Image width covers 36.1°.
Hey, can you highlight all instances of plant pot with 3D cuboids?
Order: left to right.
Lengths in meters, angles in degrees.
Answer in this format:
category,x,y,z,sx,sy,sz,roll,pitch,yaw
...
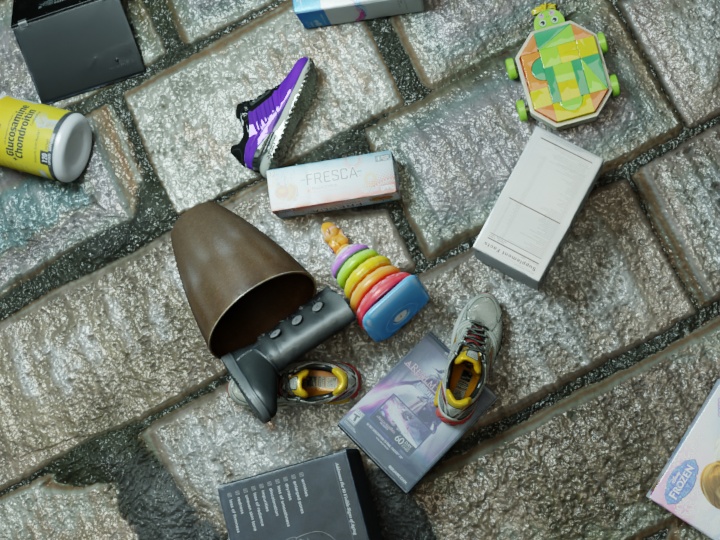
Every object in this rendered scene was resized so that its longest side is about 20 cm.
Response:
category,x,y,z,sx,sy,sz,roll,pitch,yaw
plant pot,-0.196,-0.001,1.660,0.187,0.187,0.200,-40,64,2

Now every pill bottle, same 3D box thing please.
category,x,y,z,sx,sy,sz,roll,pitch,yaw
pill bottle,-0.540,-0.216,1.764,0.199,0.112,0.113,14,85,11

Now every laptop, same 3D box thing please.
category,x,y,z,sx,sy,sz,roll,pitch,yaw
laptop,-0.466,-0.407,1.830,0.186,0.116,0.201,-16,52,6

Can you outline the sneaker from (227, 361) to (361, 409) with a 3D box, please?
category,x,y,z,sx,sy,sz,roll,pitch,yaw
sneaker,-0.103,0.165,1.648,0.198,0.082,0.078,-7,81,9

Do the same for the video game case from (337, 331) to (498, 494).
category,x,y,z,sx,sy,sz,roll,pitch,yaw
video game case,0.085,0.207,1.623,0.143,0.019,0.200,43,74,12

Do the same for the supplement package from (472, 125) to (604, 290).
category,x,y,z,sx,sy,sz,roll,pitch,yaw
supplement package,0.258,-0.088,1.617,0.113,0.110,0.201,28,87,12

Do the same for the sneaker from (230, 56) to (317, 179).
category,x,y,z,sx,sy,sz,roll,pitch,yaw
sneaker,-0.143,-0.252,1.726,0.099,0.070,0.201,24,86,14

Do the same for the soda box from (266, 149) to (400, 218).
category,x,y,z,sx,sy,sz,roll,pitch,yaw
soda box,-0.041,-0.131,1.696,0.198,0.064,0.069,-8,81,7

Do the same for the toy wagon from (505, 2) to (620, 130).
category,x,y,z,sx,sy,sz,roll,pitch,yaw
toy wagon,0.300,-0.316,1.678,0.154,0.040,0.201,-15,80,7

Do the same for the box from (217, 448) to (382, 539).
category,x,y,z,sx,sy,sz,roll,pitch,yaw
box,-0.077,0.380,1.594,0.195,0.124,0.201,-17,80,8

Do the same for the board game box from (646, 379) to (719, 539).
category,x,y,z,sx,sy,sz,roll,pitch,yaw
board game box,0.540,0.289,1.548,0.199,0.041,0.201,32,88,12

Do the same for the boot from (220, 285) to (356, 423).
category,x,y,z,sx,sy,sz,roll,pitch,yaw
boot,-0.089,0.116,1.586,0.199,0.066,0.165,-31,36,-10

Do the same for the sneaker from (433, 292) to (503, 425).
category,x,y,z,sx,sy,sz,roll,pitch,yaw
sneaker,0.166,0.124,1.606,0.077,0.082,0.201,16,68,2

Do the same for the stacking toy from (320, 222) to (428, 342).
category,x,y,z,sx,sy,sz,roll,pitch,yaw
stacking toy,0.000,0.000,1.662,0.110,0.116,0.200,-41,67,-1

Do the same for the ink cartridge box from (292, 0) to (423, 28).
category,x,y,z,sx,sy,sz,roll,pitch,yaw
ink cartridge box,-0.005,-0.470,1.725,0.198,0.085,0.146,-6,82,10
